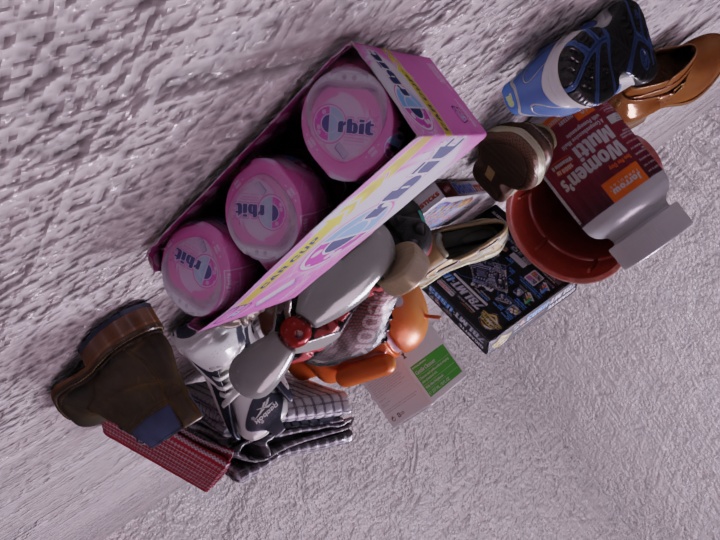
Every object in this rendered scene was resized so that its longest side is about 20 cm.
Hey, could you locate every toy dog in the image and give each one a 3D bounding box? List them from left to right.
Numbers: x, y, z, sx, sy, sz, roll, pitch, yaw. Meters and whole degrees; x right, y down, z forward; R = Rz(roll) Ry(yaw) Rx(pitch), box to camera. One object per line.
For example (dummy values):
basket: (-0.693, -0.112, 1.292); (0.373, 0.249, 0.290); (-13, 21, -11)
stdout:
toy dog: (-0.041, 0.014, 0.684); (0.200, 0.132, 0.096); (-27, -158, -8)

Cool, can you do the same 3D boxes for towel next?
towel: (-0.207, 0.179, 0.811); (0.023, 0.144, 0.200); (-62, -176, -27)
towel: (-0.121, 0.180, 0.936); (0.165, 0.086, 0.200); (-4, -176, -33)

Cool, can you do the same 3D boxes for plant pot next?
plant pot: (0.363, -0.114, 1.208); (0.195, 0.201, 0.201); (-38, 175, -38)

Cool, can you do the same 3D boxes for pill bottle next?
pill bottle: (0.279, -0.107, 0.889); (0.109, 0.200, 0.110); (-34, 171, -6)

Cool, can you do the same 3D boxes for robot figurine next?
robot figurine: (-0.005, 0.061, 0.935); (0.200, 0.117, 0.144); (-23, -171, 11)

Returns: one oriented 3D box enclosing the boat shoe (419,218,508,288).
boat shoe: (0.094, -0.026, 0.996); (0.200, 0.072, 0.076); (-24, 170, -5)

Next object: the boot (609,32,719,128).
boot: (0.410, -0.261, 1.001); (0.200, 0.074, 0.155); (-38, 167, 2)

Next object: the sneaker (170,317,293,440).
sneaker: (-0.113, 0.103, 0.752); (0.079, 0.130, 0.199); (-34, 172, -18)

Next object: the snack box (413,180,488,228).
snack box: (0.101, -0.079, 0.942); (0.072, 0.024, 0.200); (-37, 171, 23)

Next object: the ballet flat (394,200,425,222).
ballet flat: (0.000, 0.000, 0.835); (0.200, 0.068, 0.068); (-42, 171, 39)

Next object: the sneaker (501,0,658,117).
sneaker: (0.193, -0.179, 0.666); (0.077, 0.076, 0.200); (-13, -170, 45)

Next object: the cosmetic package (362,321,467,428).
cosmetic package: (0.037, 0.096, 1.052); (0.085, 0.200, 0.108); (-40, 172, 38)

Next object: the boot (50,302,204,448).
boot: (-0.189, 0.112, 0.624); (0.075, 0.097, 0.200); (-28, 168, -38)

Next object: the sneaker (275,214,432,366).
sneaker: (0.004, 0.027, 0.776); (0.200, 0.071, 0.098); (-44, 135, 16)

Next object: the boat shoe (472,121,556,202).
boat shoe: (0.167, -0.128, 0.810); (0.075, 0.075, 0.202); (-42, -179, -3)

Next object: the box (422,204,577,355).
box: (0.213, 0.009, 1.260); (0.198, 0.200, 0.050); (-34, 149, -19)

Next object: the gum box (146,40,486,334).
gum box: (-0.031, -0.045, 0.484); (0.200, 0.066, 0.113); (-40, 171, 27)
